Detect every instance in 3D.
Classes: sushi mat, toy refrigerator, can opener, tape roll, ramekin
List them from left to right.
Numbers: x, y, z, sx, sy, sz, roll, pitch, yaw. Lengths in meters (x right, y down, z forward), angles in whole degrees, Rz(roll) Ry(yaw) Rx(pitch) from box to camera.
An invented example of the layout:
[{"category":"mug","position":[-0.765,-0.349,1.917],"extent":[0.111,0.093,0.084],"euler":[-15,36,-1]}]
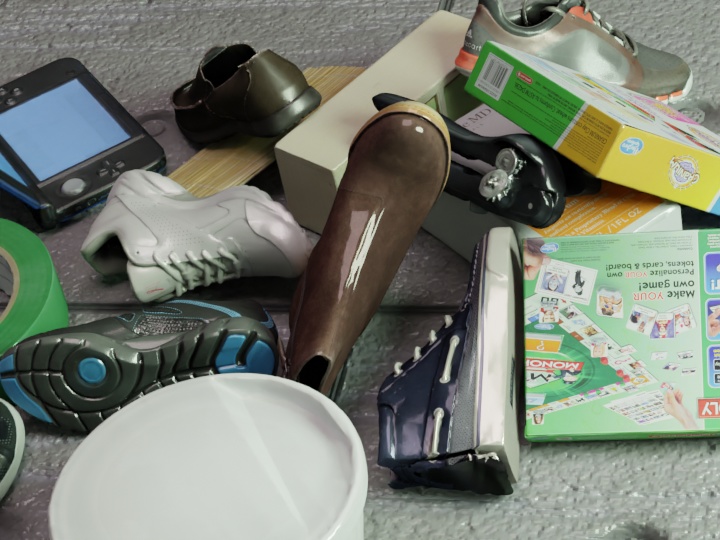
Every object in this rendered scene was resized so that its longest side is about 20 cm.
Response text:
[{"category":"tape roll","position":[-0.318,0.040,1.612],"extent":[0.199,0.048,0.201],"euler":[-8,40,6]},{"category":"ramekin","position":[-0.088,0.165,1.366],"extent":[0.201,0.095,0.203],"euler":[-8,40,7]},{"category":"sushi mat","position":[-0.076,-0.107,1.729],"extent":[0.200,0.012,0.095],"euler":[-40,28,-29]},{"category":"toy refrigerator","position":[0.030,-0.111,1.675],"extent":[0.070,0.076,0.200],"euler":[23,51,36]},{"category":"can opener","position":[0.074,-0.077,1.536],"extent":[0.199,0.078,0.064],"euler":[20,90,39]}]

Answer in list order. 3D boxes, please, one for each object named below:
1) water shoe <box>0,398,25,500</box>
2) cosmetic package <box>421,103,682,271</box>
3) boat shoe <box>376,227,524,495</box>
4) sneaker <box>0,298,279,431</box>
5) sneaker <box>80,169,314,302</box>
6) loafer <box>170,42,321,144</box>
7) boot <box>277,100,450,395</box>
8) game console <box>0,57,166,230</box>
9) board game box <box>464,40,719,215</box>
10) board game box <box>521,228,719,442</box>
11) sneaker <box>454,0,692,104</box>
[{"category":"water shoe","position":[-0.294,0.143,1.460],"extent":[0.071,0.079,0.200],"euler":[10,45,25]},{"category":"cosmetic package","position":[0.132,-0.041,1.568],"extent":[0.101,0.072,0.200],"euler":[-32,43,-21]},{"category":"boat shoe","position":[0.059,0.058,1.453],"extent":[0.092,0.075,0.201],"euler":[-5,51,14]},{"category":"sneaker","position":[-0.155,0.063,1.538],"extent":[0.198,0.074,0.082],"euler":[-4,23,2]},{"category":"sneaker","position":[-0.123,-0.010,1.609],"extent":[0.199,0.078,0.100],"euler":[8,50,36]},{"category":"loafer","position":[-0.097,-0.149,1.713],"extent":[0.073,0.072,0.200],"euler":[-38,19,-24]},{"category":"boot","position":[0.000,0.000,1.474],"extent":[0.072,0.201,0.167],"euler":[22,46,-6]},{"category":"game console","position":[-0.279,-0.134,1.752],"extent":[0.170,0.119,0.200],"euler":[-28,42,-17]},{"category":"board game box","position":[0.192,-0.095,1.540],"extent":[0.199,0.041,0.153],"euler":[14,18,-42]},{"category":"board game box","position":[0.206,0.042,1.425],"extent":[0.198,0.029,0.136],"euler":[-2,79,12]},{"category":"sneaker","position":[0.172,-0.174,1.657],"extent":[0.198,0.083,0.077],"euler":[3,18,-25]}]
